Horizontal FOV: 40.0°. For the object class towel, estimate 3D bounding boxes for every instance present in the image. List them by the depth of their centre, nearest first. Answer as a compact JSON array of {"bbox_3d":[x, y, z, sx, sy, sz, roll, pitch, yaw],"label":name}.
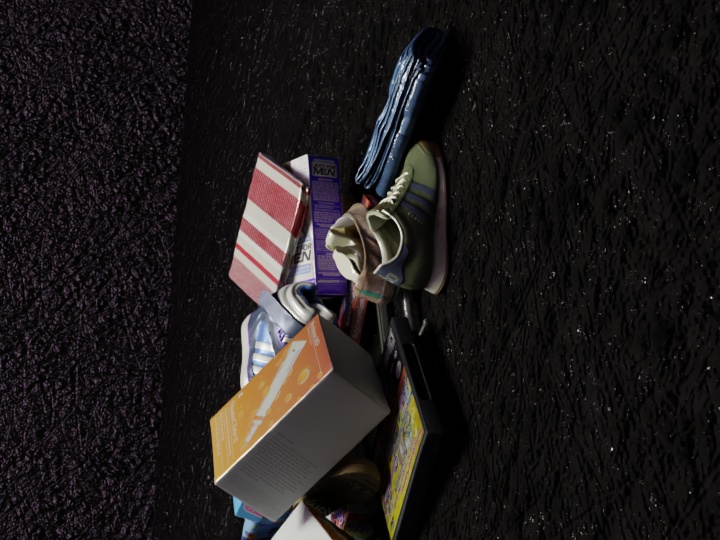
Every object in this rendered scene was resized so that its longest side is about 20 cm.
[{"bbox_3d":[0.051,-0.199,1.233,0.112,0.048,0.201,-62,-7,-54],"label":"towel"},{"bbox_3d":[-0.134,-0.054,1.441,0.144,0.023,0.202,37,118,47],"label":"towel"}]

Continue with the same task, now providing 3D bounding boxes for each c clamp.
[{"bbox_3d":[0.052,0.032,1.247,0.171,0.027,0.201,111,156,-50],"label":"c clamp"}]

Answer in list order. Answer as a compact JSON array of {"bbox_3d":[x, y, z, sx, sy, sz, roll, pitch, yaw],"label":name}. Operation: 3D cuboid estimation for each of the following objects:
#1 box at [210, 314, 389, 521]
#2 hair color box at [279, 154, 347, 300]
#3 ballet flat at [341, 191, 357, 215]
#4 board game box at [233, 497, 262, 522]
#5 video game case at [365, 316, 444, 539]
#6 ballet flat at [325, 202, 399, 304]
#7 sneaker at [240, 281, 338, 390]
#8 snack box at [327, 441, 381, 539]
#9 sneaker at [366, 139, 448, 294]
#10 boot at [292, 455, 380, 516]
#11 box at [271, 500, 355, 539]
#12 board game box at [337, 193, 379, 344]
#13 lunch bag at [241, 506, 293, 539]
[{"bbox_3d":[-0.076,0.174,1.178,0.200,0.097,0.125,-45,27,12],"label":"box"},{"bbox_3d":[-0.079,-0.057,1.439,0.109,0.064,0.202,-13,77,50],"label":"hair color box"},{"bbox_3d":[-0.050,-0.025,1.502,0.069,0.063,0.201,37,116,36],"label":"ballet flat"},{"bbox_3d":[-0.133,0.245,1.465,0.201,0.040,0.153,-64,19,15],"label":"board game box"},{"bbox_3d":[0.047,0.189,1.160,0.181,0.025,0.201,-106,21,-49],"label":"video game case"},{"bbox_3d":[-0.007,-0.030,1.273,0.200,0.067,0.069,-116,36,-54],"label":"ballet flat"},{"bbox_3d":[-0.088,0.111,1.328,0.146,0.080,0.201,-34,52,32],"label":"sneaker"},{"bbox_3d":[-0.034,0.301,1.353,0.201,0.052,0.143,-107,30,-51],"label":"snack box"},{"bbox_3d":[0.051,-0.072,1.174,0.067,0.089,0.202,130,143,-59],"label":"sneaker"},{"bbox_3d":[-0.026,0.197,1.259,0.175,0.066,0.201,-35,36,46],"label":"boot"},{"bbox_3d":[-0.026,0.372,1.144,0.098,0.124,0.200,-51,22,-6],"label":"box"},{"bbox_3d":[0.000,0.000,1.390,0.103,0.019,0.202,-123,43,-73],"label":"board game box"},{"bbox_3d":[-0.123,0.314,1.573,0.151,0.093,0.201,120,157,-50],"label":"lunch bag"}]
